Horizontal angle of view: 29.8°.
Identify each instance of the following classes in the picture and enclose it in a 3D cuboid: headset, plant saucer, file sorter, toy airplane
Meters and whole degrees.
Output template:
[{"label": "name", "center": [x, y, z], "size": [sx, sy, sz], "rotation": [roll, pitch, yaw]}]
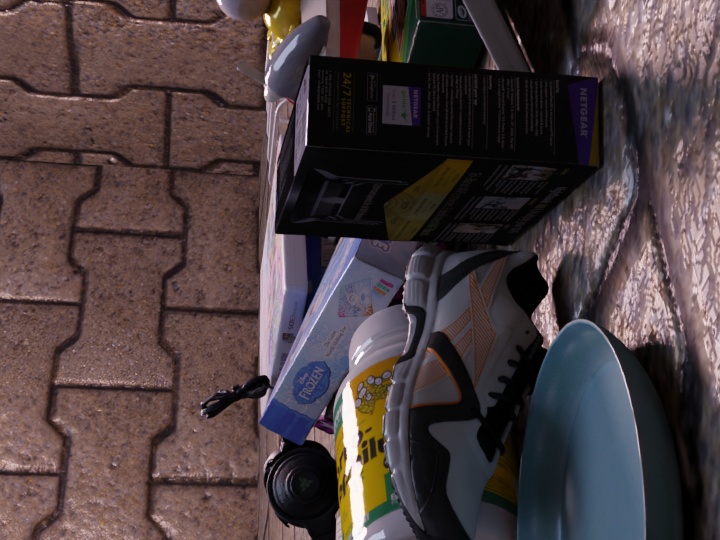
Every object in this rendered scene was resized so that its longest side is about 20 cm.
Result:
[{"label": "headset", "center": [-0.062, 0.188, 1.169], "size": [0.123, 0.094, 0.201], "rotation": [178, 70, -83]}, {"label": "plant saucer", "center": [0.111, 0.124, 0.637], "size": [0.200, 0.027, 0.201], "rotation": [-176, 90, -83]}, {"label": "file sorter", "center": [-0.043, -0.191, 1.538], "size": [0.200, 0.124, 0.139], "rotation": [-96, 12, -48]}, {"label": "toy airplane", "center": [-0.040, -0.218, 1.032], "size": [0.200, 0.140, 0.200], "rotation": [-127, 39, -79]}]

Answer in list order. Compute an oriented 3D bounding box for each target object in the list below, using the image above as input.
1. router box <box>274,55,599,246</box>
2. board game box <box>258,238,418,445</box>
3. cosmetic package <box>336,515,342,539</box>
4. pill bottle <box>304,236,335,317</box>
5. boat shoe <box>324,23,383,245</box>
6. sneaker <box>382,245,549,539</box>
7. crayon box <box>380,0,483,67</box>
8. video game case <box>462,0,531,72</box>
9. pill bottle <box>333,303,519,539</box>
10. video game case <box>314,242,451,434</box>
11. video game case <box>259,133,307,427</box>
[{"label": "router box", "center": [0.035, -0.063, 0.792], "size": [0.200, 0.156, 0.053], "rotation": [128, 145, -75]}, {"label": "board game box", "center": [0.000, 0.000, 1.039], "size": [0.199, 0.043, 0.200], "rotation": [-59, 6, 41]}, {"label": "cosmetic package", "center": [0.027, 0.274, 0.967], "size": [0.103, 0.087, 0.201], "rotation": [123, 150, -72]}, {"label": "pill bottle", "center": [-0.017, 0.005, 1.311], "size": [0.112, 0.111, 0.201], "rotation": [112, 159, -67]}, {"label": "boat shoe", "center": [0.001, -0.120, 1.170], "size": [0.075, 0.062, 0.201], "rotation": [119, 176, -85]}, {"label": "sneaker", "center": [0.061, 0.061, 0.736], "size": [0.074, 0.080, 0.201], "rotation": [63, -153, -47]}, {"label": "crayon box", "center": [0.054, -0.228, 1.080], "size": [0.173, 0.058, 0.201], "rotation": [109, 162, -63]}, {"label": "video game case", "center": [0.065, -0.195, 0.854], "size": [0.143, 0.018, 0.200], "rotation": [58, -167, -31]}, {"label": "pill bottle", "center": [0.040, 0.115, 0.842], "size": [0.200, 0.112, 0.113], "rotation": [-96, 12, -50]}, {"label": "video game case", "center": [0.013, 0.049, 1.131], "size": [0.182, 0.036, 0.200], "rotation": [-65, 4, -9]}, {"label": "video game case", "center": [-0.071, 0.009, 1.227], "size": [0.201, 0.024, 0.183], "rotation": [-95, 12, -45]}]
